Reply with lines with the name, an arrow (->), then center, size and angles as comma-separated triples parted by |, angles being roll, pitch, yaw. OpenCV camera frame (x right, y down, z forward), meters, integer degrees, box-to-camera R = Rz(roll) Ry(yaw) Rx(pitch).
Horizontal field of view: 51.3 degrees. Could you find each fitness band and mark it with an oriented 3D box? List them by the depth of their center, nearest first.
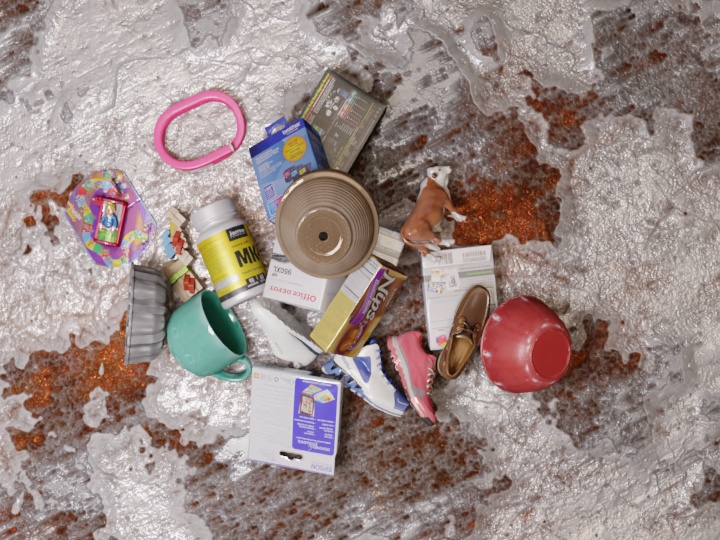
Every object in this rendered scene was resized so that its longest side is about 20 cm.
fitness band -> -0.337, -0.292, 1.572 | 0.196, 0.037, 0.146 | -25, 89, -2

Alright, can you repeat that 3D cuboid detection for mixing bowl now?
mixing bowl -> 0.350, 0.158, 1.502 | 0.195, 0.108, 0.206 | -2, 96, -22

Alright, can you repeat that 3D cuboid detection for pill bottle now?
pill bottle -> -0.267, -0.035, 1.531 | 0.112, 0.114, 0.204 | -23, 90, -1

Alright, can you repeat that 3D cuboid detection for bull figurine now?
bull figurine -> 0.153, -0.119, 1.540 | 0.120, 0.065, 0.202 | 34, 67, -7

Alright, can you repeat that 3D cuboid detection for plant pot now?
plant pot -> -0.064, -0.075, 1.357 | 0.195, 0.093, 0.206 | 1, 107, 4

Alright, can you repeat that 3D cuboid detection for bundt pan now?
bundt pan -> -0.427, 0.087, 1.496 | 0.074, 0.201, 0.208 | 3, 89, -18

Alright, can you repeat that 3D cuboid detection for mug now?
mug -> -0.311, 0.148, 1.505 | 0.113, 0.152, 0.188 | -31, 77, 10

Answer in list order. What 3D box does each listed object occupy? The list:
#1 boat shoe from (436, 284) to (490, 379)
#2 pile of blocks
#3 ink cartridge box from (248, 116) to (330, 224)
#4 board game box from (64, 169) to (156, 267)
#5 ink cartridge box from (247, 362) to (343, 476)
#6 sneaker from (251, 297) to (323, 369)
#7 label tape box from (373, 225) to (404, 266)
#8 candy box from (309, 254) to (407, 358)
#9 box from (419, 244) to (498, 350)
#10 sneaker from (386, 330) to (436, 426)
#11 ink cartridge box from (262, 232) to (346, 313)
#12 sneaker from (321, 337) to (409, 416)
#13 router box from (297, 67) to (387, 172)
boat shoe -> 0.215, 0.127, 1.516 | 0.071, 0.068, 0.204 | 23, 90, 0
pile of blocks -> -0.382, -0.032, 1.556 | 0.080, 0.062, 0.205 | -14, 89, -1
ink cartridge box -> -0.135, -0.201, 1.468 | 0.134, 0.076, 0.204 | -26, 64, 16
board game box -> -0.529, -0.109, 1.566 | 0.156, 0.039, 0.202 | -33, 89, -1
ink cartridge box -> -0.134, 0.304, 1.538 | 0.193, 0.043, 0.206 | 8, 101, 13
sneaker -> -0.159, 0.133, 1.514 | 0.080, 0.077, 0.200 | -39, 125, 10
label tape box -> 0.000, 0.000, 1.557 | 0.140, 0.066, 0.205 | 19, 88, 0
candy box -> -0.001, 0.070, 1.471 | 0.056, 0.116, 0.202 | 39, 99, 31
box -> 0.208, 0.056, 1.570 | 0.152, 0.041, 0.206 | -6, 89, 0
sneaker -> 0.122, 0.212, 1.523 | 0.085, 0.074, 0.204 | -24, 69, 5
ink cartridge box -> -0.099, -0.027, 1.498 | 0.142, 0.084, 0.205 | 11, 86, 27
sneaker -> 0.028, 0.207, 1.547 | 0.197, 0.081, 0.117 | 31, 91, 2
router box -> -0.055, -0.292, 1.560 | 0.148, 0.062, 0.203 | 32, 89, 0
